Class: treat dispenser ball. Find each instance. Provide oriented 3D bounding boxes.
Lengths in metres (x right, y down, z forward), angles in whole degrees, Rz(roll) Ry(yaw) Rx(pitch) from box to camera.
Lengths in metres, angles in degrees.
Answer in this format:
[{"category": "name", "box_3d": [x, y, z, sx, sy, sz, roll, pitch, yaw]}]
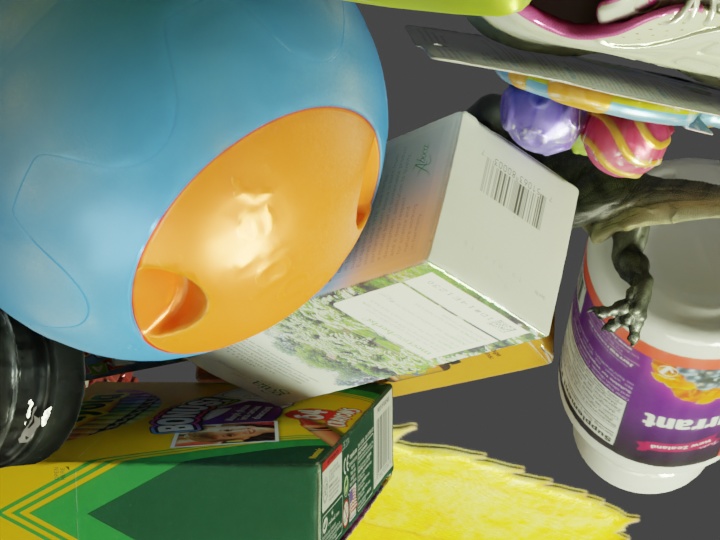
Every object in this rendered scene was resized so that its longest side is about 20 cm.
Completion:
[{"category": "treat dispenser ball", "box_3d": [-0.088, -0.062, 0.842, 0.200, 0.201, 0.201, 5, 149, 3]}]

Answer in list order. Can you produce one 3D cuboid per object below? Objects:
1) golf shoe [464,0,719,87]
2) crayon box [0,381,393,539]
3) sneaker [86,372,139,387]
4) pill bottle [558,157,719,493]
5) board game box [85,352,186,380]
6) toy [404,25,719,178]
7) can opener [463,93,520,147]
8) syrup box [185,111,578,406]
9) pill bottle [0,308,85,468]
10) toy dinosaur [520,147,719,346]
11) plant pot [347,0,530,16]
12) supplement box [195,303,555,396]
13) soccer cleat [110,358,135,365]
[{"category": "golf shoe", "box_3d": [0.138, -0.112, 0.814, 0.199, 0.076, 0.092, 3, -173, 4]}, {"category": "crayon box", "box_3d": [-0.084, 0.100, 1.016, 0.172, 0.058, 0.200, 1, -173, 10]}, {"category": "sneaker", "box_3d": [-0.174, 0.107, 1.252, 0.082, 0.078, 0.200, -7, 146, 24]}, {"category": "pill bottle", "box_3d": [0.164, 0.039, 1.046, 0.111, 0.112, 0.200, 5, 149, 2]}, {"category": "board game box", "box_3d": [-0.146, -0.017, 1.029, 0.151, 0.037, 0.200, -11, 138, 2]}, {"category": "toy", "box_3d": [0.119, -0.067, 0.883, 0.199, 0.047, 0.115, 7, -168, -6]}, {"category": "can opener", "box_3d": [0.006, -0.031, 1.017, 0.067, 0.053, 0.200, 27, 141, -20]}, {"category": "syrup box", "box_3d": [0.000, 0.000, 0.935, 0.079, 0.082, 0.200, 31, 150, -31]}, {"category": "pill bottle", "box_3d": [-0.219, 0.045, 0.846, 0.112, 0.112, 0.200, -21, 165, 37]}, {"category": "toy dinosaur", "box_3d": [0.115, -0.018, 0.929, 0.200, 0.088, 0.047, 13, 158, 49]}, {"category": "plant pot", "box_3d": [-0.025, -0.200, 0.571, 0.181, 0.200, 0.199, 3, 122, 20]}, {"category": "supplement box", "box_3d": [0.008, 0.029, 1.104, 0.200, 0.069, 0.067, -12, 145, 30]}, {"category": "soccer cleat", "box_3d": [-0.190, -0.001, 0.969, 0.199, 0.069, 0.085, 1, 110, 7]}]
